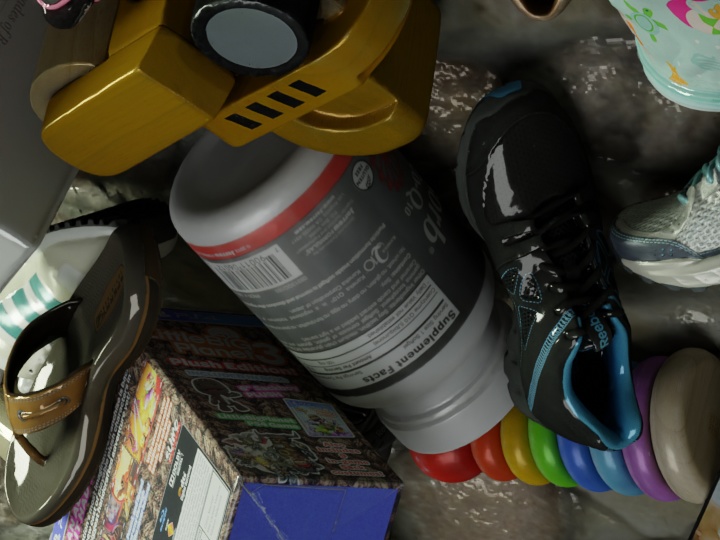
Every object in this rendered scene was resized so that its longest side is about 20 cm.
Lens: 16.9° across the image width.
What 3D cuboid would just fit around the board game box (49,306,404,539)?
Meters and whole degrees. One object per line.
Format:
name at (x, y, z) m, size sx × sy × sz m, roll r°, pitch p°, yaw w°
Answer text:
board game box at (-0.078, 0.134, 1.309) m, size 0.096 × 0.200 × 0.161 m, roll 5°, pitch 113°, yaw -29°

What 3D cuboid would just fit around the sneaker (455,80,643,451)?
sneaker at (0.106, -0.001, 1.237) m, size 0.082 × 0.073 × 0.201 m, roll 36°, pitch 147°, yaw 59°

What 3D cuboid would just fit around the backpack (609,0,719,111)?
backpack at (0.180, -0.154, 0.971) m, size 0.176 × 0.201 × 0.151 m, roll -8°, pitch 133°, yaw 30°

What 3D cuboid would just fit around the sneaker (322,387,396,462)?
sneaker at (-0.073, 0.089, 1.463) m, size 0.199 × 0.076 × 0.091 m, roll 17°, pitch 150°, yaw 9°

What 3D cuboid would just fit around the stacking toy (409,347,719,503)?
stacking toy at (0.113, 0.094, 1.383) m, size 0.199 × 0.086 × 0.086 m, roll -7°, pitch 133°, yaw 35°

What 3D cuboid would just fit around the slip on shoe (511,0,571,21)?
slip on shoe at (0.067, -0.200, 1.077) m, size 0.075 × 0.061 × 0.201 m, roll 5°, pitch 138°, yaw 19°

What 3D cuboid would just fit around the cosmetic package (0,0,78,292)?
cosmetic package at (-0.254, -0.080, 1.269) m, size 0.199 × 0.166 × 0.165 m, roll 32°, pitch 140°, yaw -13°

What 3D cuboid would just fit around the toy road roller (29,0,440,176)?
toy road roller at (-0.051, -0.112, 1.186) m, size 0.199 × 0.124 × 0.146 m, roll -23°, pitch 134°, yaw 39°

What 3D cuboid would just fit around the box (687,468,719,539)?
box at (0.249, 0.122, 1.318) m, size 0.060 × 0.116 × 0.201 m, roll 54°, pitch 150°, yaw 28°

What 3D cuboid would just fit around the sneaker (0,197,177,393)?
sneaker at (-0.169, 0.020, 1.393) m, size 0.199 × 0.070 × 0.094 m, roll -14°, pitch 94°, yaw 40°

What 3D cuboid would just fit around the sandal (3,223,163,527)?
sandal at (-0.162, 0.055, 1.315) m, size 0.054 × 0.082 × 0.201 m, roll 6°, pitch 134°, yaw -29°

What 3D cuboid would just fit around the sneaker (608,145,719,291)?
sneaker at (0.205, -0.057, 1.186) m, size 0.199 × 0.078 × 0.087 m, roll -19°, pitch 115°, yaw 29°

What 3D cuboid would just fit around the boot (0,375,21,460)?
boot at (-0.157, 0.113, 1.515) m, size 0.155 × 0.073 × 0.199 m, roll 33°, pitch -169°, yaw 32°

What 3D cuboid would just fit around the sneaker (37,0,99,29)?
sneaker at (-0.122, -0.159, 1.135) m, size 0.199 × 0.079 × 0.096 m, roll 17°, pitch 108°, yaw 47°

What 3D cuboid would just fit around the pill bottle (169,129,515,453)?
pill bottle at (0.000, 0.000, 1.291) m, size 0.115 × 0.116 × 0.200 m, roll -17°, pitch 128°, yaw 37°
